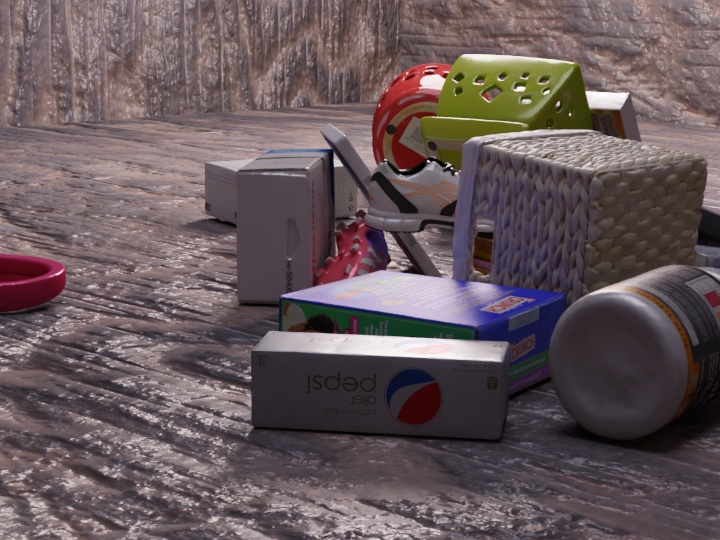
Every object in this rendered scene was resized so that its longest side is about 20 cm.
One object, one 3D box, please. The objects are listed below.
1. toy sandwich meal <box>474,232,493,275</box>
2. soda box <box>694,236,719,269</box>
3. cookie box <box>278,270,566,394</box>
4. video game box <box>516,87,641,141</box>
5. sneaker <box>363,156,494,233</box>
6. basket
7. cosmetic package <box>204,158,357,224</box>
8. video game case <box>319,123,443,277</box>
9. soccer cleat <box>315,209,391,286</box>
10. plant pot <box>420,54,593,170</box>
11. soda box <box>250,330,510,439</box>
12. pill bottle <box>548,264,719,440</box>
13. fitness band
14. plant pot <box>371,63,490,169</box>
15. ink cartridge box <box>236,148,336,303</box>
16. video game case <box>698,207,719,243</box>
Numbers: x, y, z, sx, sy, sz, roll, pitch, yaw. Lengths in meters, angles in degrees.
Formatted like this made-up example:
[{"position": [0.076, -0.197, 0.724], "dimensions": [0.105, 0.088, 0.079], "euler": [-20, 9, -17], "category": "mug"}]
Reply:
[{"position": [0.212, -0.003, 1.766], "dimensions": [0.203, 0.071, 0.205], "euler": [1, 10, 0], "category": "toy sandwich meal"}, {"position": [0.356, -0.002, 1.786], "dimensions": [0.068, 0.064, 0.200], "euler": [-1, 10, -19], "category": "soda box"}, {"position": [0.055, 0.056, 1.419], "dimensions": [0.198, 0.076, 0.171], "euler": [7, 12, 33], "category": "cookie box"}, {"position": [0.323, -0.170, 2.367], "dimensions": [0.181, 0.201, 0.047], "euler": [5, 44, 32], "category": "video game box"}, {"position": [0.103, -0.082, 1.773], "dimensions": [0.198, 0.081, 0.074], "euler": [1, 8, -6], "category": "sneaker"}, {"position": [0.207, -0.023, 1.538], "dimensions": [0.160, 0.201, 0.199], "euler": [15, 17, 41], "category": "basket"}, {"position": [-0.114, -0.116, 2.329], "dimensions": [0.198, 0.082, 0.112], "euler": [-6, 14, -35], "category": "cosmetic package"}, {"position": [0.023, -0.078, 1.880], "dimensions": [0.017, 0.201, 0.143], "euler": [-35, 13, -1], "category": "video game case"}, {"position": [0.000, 0.000, 1.775], "dimensions": [0.066, 0.077, 0.200], "euler": [-33, 17, 18], "category": "soccer cleat"}, {"position": [0.202, -0.169, 2.277], "dimensions": [0.198, 0.200, 0.182], "euler": [8, 41, 32], "category": "plant pot"}, {"position": [0.017, 0.089, 1.274], "dimensions": [0.198, 0.064, 0.068], "euler": [2, 11, 9], "category": "soda box"}, {"position": [0.241, 0.058, 1.302], "dimensions": [0.115, 0.118, 0.199], "euler": [8, 13, 34], "category": "pill bottle"}, {"position": [-0.409, 0.012, 1.743], "dimensions": [0.198, 0.038, 0.143], "euler": [4, 11, 24], "category": "fitness band"}, {"position": [0.110, -0.213, 2.579], "dimensions": [0.198, 0.203, 0.183], "euler": [2, 19, 8], "category": "plant pot"}, {"position": [-0.080, -0.053, 1.805], "dimensions": [0.083, 0.148, 0.200], "euler": [1, 9, 8], "category": "ink cartridge box"}, {"position": [0.404, -0.040, 1.817], "dimensions": [0.199, 0.026, 0.180], "euler": [26, 2, 24], "category": "video game case"}]
